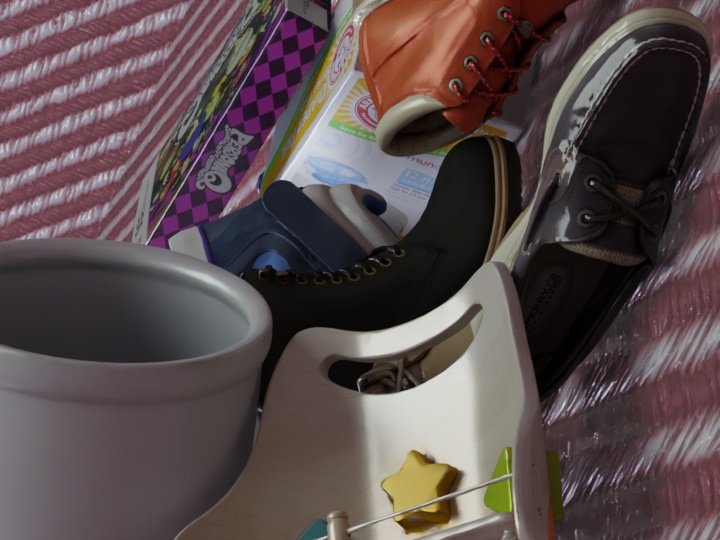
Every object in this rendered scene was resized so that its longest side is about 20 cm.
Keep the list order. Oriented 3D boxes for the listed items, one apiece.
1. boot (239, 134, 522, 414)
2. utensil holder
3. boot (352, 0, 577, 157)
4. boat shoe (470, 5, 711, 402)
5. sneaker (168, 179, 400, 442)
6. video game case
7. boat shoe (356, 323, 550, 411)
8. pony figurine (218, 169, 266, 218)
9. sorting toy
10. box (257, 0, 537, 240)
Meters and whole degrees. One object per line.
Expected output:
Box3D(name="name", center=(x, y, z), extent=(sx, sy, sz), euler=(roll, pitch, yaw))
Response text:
Box3D(name="boot", center=(0.000, 0.000, 1.447), extent=(0.077, 0.138, 0.201), euler=(-36, 35, 62))
Box3D(name="utensil holder", center=(-0.134, 0.106, 1.321), extent=(0.170, 0.169, 0.201), euler=(-103, 17, -69))
Box3D(name="boot", center=(0.078, -0.130, 1.466), extent=(0.199, 0.075, 0.108), euler=(-26, 55, 41))
Box3D(name="boat shoe", center=(0.109, -0.024, 1.236), extent=(0.065, 0.072, 0.201), euler=(-106, 37, -51))
Box3D(name="sneaker", center=(-0.013, 0.043, 1.499), extent=(0.081, 0.146, 0.201), euler=(87, 165, -64))
Box3D(name="video game case", center=(-0.082, -0.099, 1.719), extent=(0.201, 0.036, 0.181), euler=(-58, 12, 18))
Box3D(name="boat shoe", center=(0.029, 0.076, 1.365), extent=(0.200, 0.065, 0.072), euler=(-51, 34, 22))
Box3D(name="pony figurine", center=(-0.046, -0.011, 1.826), extent=(0.193, 0.166, 0.200), euler=(-41, -11, -32))
Box3D(name="sorting toy", center=(0.017, 0.087, 1.220), extent=(0.199, 0.107, 0.181), euler=(-21, 52, 30))
Box3D(name="box", center=(0.022, -0.097, 1.653), extent=(0.200, 0.112, 0.102), euler=(128, 158, -57))
